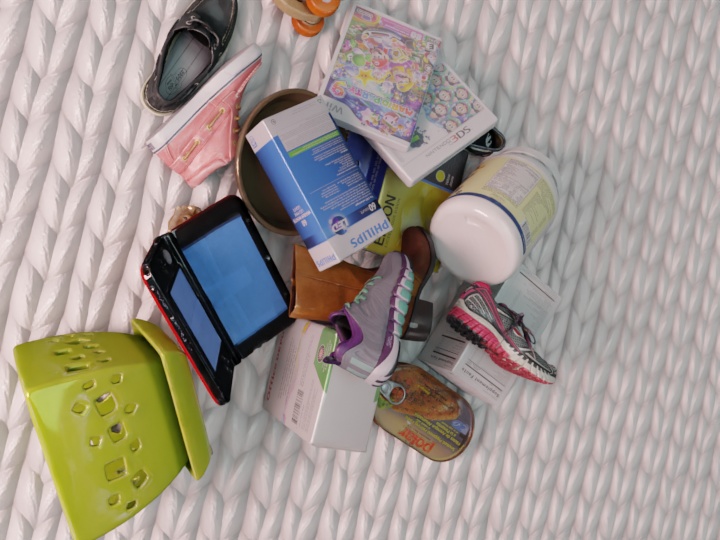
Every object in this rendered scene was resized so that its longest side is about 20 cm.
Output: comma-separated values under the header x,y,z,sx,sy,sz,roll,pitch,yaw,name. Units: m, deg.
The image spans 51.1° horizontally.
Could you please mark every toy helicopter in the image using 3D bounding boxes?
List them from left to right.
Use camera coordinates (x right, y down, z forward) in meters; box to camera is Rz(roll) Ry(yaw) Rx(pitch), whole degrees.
x,y,z,sx,sy,sz,roll,pitch,yaw,name
-0.061,-0.438,1.052,0.132,0.079,0.201,38,68,-13,toy helicopter

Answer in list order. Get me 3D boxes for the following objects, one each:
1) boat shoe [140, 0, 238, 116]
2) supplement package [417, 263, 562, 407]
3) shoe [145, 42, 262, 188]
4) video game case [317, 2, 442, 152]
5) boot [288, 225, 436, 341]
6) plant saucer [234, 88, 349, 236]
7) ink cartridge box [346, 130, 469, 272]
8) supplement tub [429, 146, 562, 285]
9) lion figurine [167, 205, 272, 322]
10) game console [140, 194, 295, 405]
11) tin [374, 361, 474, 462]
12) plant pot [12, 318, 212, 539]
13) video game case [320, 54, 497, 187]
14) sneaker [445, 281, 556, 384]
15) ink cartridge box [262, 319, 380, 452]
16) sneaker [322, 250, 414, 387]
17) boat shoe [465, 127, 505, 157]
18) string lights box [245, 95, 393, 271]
x,y,z,sx,sy,sz,roll,pitch,yaw,name
-0.218,-0.293,0.985,0.074,0.066,0.200,40,78,-20,boat shoe
0.202,0.091,1.183,0.114,0.109,0.201,37,79,-22,supplement package
-0.186,-0.206,1.009,0.200,0.071,0.091,-47,112,-8,shoe
0.027,-0.277,1.066,0.142,0.018,0.201,21,66,-7,video game case
0.000,0.000,1.041,0.198,0.069,0.190,13,63,-13,boot
-0.095,-0.149,1.044,0.199,0.029,0.202,-11,107,-41,plant saucer
0.058,-0.116,1.123,0.199,0.047,0.199,16,89,-35,ink cartridge box
0.208,-0.086,1.125,0.200,0.144,0.146,-45,112,-41,supplement tub
-0.182,-0.004,1.034,0.199,0.072,0.123,23,72,-38,lion figurine
-0.166,0.033,0.939,0.118,0.173,0.201,-24,111,3,game console
0.094,0.223,1.187,0.200,0.042,0.112,37,76,-22,tin
-0.297,0.175,0.918,0.180,0.199,0.202,-18,108,-25,plant pot
0.072,-0.242,1.087,0.182,0.024,0.200,-37,80,-22,video game case
0.218,0.097,1.087,0.200,0.081,0.075,40,77,-21,sneaker
-0.053,0.146,1.026,0.087,0.200,0.147,14,88,-27,ink cartridge box
0.011,0.041,0.927,0.087,0.075,0.201,23,47,-13,sneaker
0.136,-0.233,1.151,0.199,0.062,0.075,31,83,-23,boat shoe
-0.052,-0.113,0.979,0.102,0.059,0.201,-31,95,-34,string lights box
